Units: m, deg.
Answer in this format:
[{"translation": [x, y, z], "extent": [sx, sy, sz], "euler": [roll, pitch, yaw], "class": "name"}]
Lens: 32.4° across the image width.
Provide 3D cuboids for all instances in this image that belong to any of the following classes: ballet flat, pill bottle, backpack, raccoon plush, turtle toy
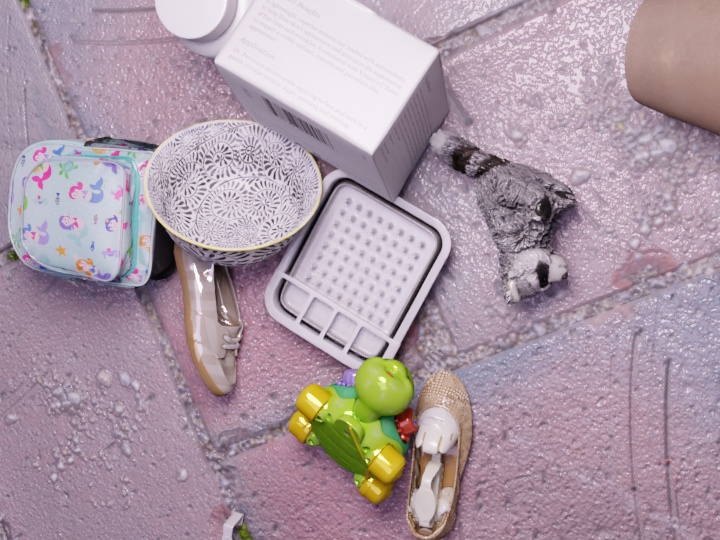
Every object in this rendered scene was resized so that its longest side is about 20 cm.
[{"translation": [0.088, 0.217, 1.413], "extent": [0.070, 0.065, 0.201], "euler": [4, 97, 17], "class": "ballet flat"}, {"translation": [-0.144, -0.286, 1.358], "extent": [0.112, 0.200, 0.113], "euler": [1, 95, 18], "class": "pill bottle"}, {"translation": [-0.323, -0.072, 1.472], "extent": [0.199, 0.151, 0.178], "euler": [11, 100, 21], "class": "backpack"}, {"translation": [0.149, -0.055, 1.369], "extent": [0.200, 0.097, 0.134], "euler": [37, 116, 31], "class": "raccoon plush"}, {"translation": [0.007, 0.166, 1.390], "extent": [0.146, 0.200, 0.101], "euler": [40, 62, 11], "class": "turtle toy"}]

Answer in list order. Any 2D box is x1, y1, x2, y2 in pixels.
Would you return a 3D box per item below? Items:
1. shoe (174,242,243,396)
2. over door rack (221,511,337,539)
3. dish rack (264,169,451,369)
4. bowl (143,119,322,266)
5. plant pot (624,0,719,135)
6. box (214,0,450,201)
[{"translation": [-0.174, 0.051, 1.473], "extent": [0.053, 0.070, 0.201], "euler": [-11, 93, 20], "class": "shoe"}, {"translation": [-0.115, 0.409, 1.496], "extent": [0.147, 0.067, 0.201], "euler": [13, 100, 15], "class": "over door rack"}, {"translation": [0.000, 0.000, 1.429], "extent": [0.171, 0.044, 0.200], "euler": [31, 104, 13], "class": "dish rack"}, {"translation": [-0.146, -0.071, 1.420], "extent": [0.200, 0.201, 0.094], "euler": [26, 143, 13], "class": "bowl"}, {"translation": [0.364, -0.214, 1.231], "extent": [0.174, 0.200, 0.201], "euler": [14, 100, 32], "class": "plant pot"}, {"translation": [-0.023, -0.196, 1.318], "extent": [0.199, 0.200, 0.131], "euler": [32, 85, 12], "class": "box"}]
